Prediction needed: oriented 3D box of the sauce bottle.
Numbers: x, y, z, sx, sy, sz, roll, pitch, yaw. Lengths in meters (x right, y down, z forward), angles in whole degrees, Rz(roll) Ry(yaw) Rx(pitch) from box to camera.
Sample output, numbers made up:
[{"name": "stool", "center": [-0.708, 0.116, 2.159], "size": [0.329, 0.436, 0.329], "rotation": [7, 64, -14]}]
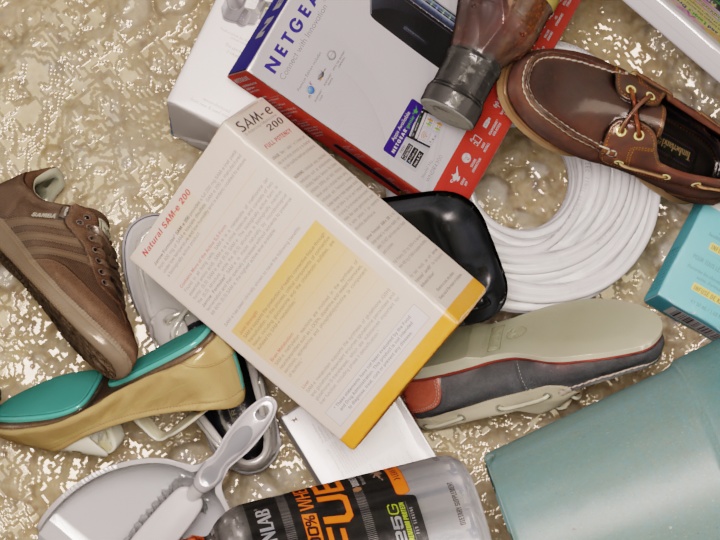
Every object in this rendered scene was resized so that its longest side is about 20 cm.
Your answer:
[{"name": "sauce bottle", "center": [0.102, -0.189, 1.269], "size": [0.066, 0.066, 0.201], "rotation": [28, 79, 0]}]

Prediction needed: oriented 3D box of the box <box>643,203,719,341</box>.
[{"name": "box", "center": [0.291, -0.047, 1.404], "size": [0.082, 0.049, 0.201], "rotation": [29, 82, 0]}]

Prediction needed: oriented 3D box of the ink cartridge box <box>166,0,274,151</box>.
[{"name": "ink cartridge box", "center": [-0.065, -0.182, 1.363], "size": [0.067, 0.115, 0.201], "rotation": [25, 81, -1]}]

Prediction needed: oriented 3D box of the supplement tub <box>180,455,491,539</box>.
[{"name": "supplement tub", "center": [-0.016, 0.201, 1.259], "size": [0.198, 0.123, 0.123], "rotation": [-13, 84, -8]}]

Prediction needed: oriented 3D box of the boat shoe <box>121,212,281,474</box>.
[{"name": "boat shoe", "center": [-0.113, 0.050, 1.353], "size": [0.071, 0.066, 0.201], "rotation": [-20, 85, -6]}]

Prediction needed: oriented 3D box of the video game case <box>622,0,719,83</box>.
[{"name": "video game case", "center": [0.252, -0.204, 1.378], "size": [0.200, 0.024, 0.182], "rotation": [41, 39, 1]}]

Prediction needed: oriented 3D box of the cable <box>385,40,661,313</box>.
[{"name": "cable", "center": [0.115, -0.067, 1.385], "size": [0.199, 0.069, 0.201], "rotation": [-20, 85, -8]}]

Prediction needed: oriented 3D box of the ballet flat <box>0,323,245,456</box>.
[{"name": "ballet flat", "center": [-0.166, 0.096, 1.317], "size": [0.199, 0.069, 0.063], "rotation": [-20, 110, 28]}]

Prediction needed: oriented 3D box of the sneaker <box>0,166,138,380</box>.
[{"name": "sneaker", "center": [-0.197, -0.008, 1.316], "size": [0.075, 0.071, 0.200], "rotation": [-37, 53, -13]}]

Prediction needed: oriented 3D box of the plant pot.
[{"name": "plant pot", "center": [0.198, 0.163, 1.307], "size": [0.195, 0.200, 0.202], "rotation": [-20, 84, 1]}]

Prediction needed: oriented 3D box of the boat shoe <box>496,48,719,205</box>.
[{"name": "boat shoe", "center": [0.188, -0.101, 1.312], "size": [0.199, 0.070, 0.071], "rotation": [20, 80, -28]}]

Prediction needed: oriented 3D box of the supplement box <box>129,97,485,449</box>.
[{"name": "supplement box", "center": [-0.035, 0.001, 1.268], "size": [0.200, 0.074, 0.126], "rotation": [41, 117, 3]}]

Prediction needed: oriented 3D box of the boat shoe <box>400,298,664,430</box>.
[{"name": "boat shoe", "center": [0.119, 0.069, 1.337], "size": [0.199, 0.071, 0.063], "rotation": [-11, 116, 22]}]

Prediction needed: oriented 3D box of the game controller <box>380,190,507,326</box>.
[{"name": "game controller", "center": [0.000, 0.000, 1.326], "size": [0.199, 0.042, 0.105], "rotation": [-8, 115, 24]}]

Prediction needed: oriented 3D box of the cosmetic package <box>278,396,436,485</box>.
[{"name": "cosmetic package", "center": [0.027, 0.169, 1.356], "size": [0.082, 0.051, 0.201], "rotation": [-30, 86, -10]}]

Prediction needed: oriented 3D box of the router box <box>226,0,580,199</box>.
[{"name": "router box", "center": [0.036, -0.165, 1.306], "size": [0.179, 0.049, 0.201], "rotation": [33, 79, -17]}]

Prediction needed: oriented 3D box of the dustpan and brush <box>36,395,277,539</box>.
[{"name": "dustpan and brush", "center": [-0.120, 0.158, 1.315], "size": [0.139, 0.057, 0.200], "rotation": [40, 98, 0]}]
